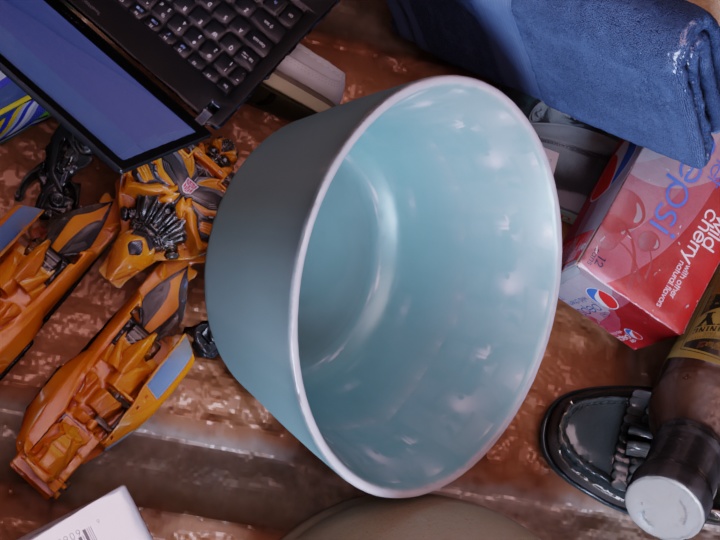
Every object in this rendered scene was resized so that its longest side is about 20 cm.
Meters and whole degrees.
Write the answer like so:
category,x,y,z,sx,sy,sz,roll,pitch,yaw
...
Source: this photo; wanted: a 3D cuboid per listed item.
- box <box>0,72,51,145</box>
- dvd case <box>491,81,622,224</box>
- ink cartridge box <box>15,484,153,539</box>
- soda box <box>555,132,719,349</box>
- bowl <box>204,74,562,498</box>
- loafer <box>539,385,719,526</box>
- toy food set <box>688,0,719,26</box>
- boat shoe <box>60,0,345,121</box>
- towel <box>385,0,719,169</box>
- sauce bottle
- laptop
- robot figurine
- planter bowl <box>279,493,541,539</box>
category,x,y,z,sx,sy,sz,roll,pitch,yaw
box,-0.234,-0.075,0.926,0.199,0.064,0.070,-31,87,-18
dvd case,0.150,-0.118,1.051,0.145,0.022,0.202,19,74,-9
ink cartridge box,-0.112,0.200,0.827,0.083,0.200,0.177,-26,85,-18
soda box,0.177,-0.061,1.001,0.070,0.063,0.201,33,75,-7
bowl,0.000,0.000,0.921,0.200,0.105,0.203,-15,111,-45
loafer,0.195,0.104,0.993,0.198,0.063,0.072,18,75,-10
toy food set,0.233,-0.178,0.933,0.199,0.049,0.199,33,105,-9
boat shoe,-0.089,-0.146,0.970,0.199,0.075,0.069,30,79,-5
towel,0.093,-0.128,0.946,0.199,0.112,0.049,28,73,28
sauce bottle,0.185,0.058,0.957,0.065,0.065,0.200,38,44,-4
laptop,-0.113,-0.155,0.881,0.177,0.103,0.200,41,72,3
robot figurine,-0.125,0.007,0.938,0.145,0.058,0.200,40,73,-4
planter bowl,0.039,0.202,0.899,0.198,0.135,0.202,3,78,-14
